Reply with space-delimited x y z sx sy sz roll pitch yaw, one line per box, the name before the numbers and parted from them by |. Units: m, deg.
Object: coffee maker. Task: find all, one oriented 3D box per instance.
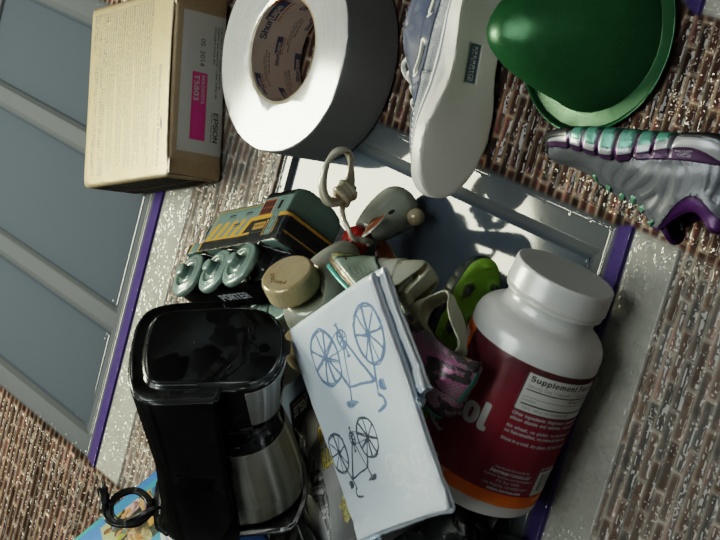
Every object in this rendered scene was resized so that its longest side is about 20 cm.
coffee maker | -0.146 0.141 1.617 0.135 0.190 0.201 -123 18 -44

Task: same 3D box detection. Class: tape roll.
tape roll | -0.052 -0.210 1.791 0.199 0.066 0.203 -8 80 49

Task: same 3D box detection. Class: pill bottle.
pill bottle | 0.127 0.090 1.501 0.113 0.112 0.202 41 115 44

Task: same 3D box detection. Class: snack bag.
snack bag | 0.011 0.114 1.480 0.188 0.021 0.202 -35 72 61

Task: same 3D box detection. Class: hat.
hat | 0.126 -0.203 1.491 0.199 0.175 0.168 -16 73 47

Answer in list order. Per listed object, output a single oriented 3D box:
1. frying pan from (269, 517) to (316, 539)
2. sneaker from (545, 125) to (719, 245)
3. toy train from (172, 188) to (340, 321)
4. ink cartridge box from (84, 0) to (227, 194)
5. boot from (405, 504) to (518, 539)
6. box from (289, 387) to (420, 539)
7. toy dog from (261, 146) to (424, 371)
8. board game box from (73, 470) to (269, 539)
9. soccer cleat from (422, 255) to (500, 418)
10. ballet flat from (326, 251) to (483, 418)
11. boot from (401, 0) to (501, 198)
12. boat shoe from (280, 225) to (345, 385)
frying pan | -0.046 0.274 1.653 0.190 0.031 0.116 164 101 -68
sneaker | 0.219 -0.067 1.447 0.199 0.074 0.089 9 97 49
toy train | -0.099 -0.012 1.730 0.199 0.085 0.115 -9 49 58
ink cartridge box | -0.221 -0.190 1.981 0.164 0.075 0.202 -3 82 48
boot | 0.072 0.303 1.571 0.199 0.073 0.163 -50 48 35
box | -0.006 0.167 1.648 0.200 0.048 0.160 135 131 -63
toy dog | 0.000 0.000 1.622 0.096 0.132 0.201 15 69 37
board game box | -0.189 0.262 1.755 0.200 0.045 0.152 -39 35 8
soccer cleat | 0.063 0.070 1.618 0.081 0.067 0.202 42 119 46
ballet flat | 0.043 0.036 1.496 0.071 0.069 0.200 -44 46 9
boot | 0.071 -0.166 1.645 0.090 0.072 0.202 14 87 57
boat shoe | -0.070 0.034 1.782 0.201 0.071 0.069 -62 29 28
